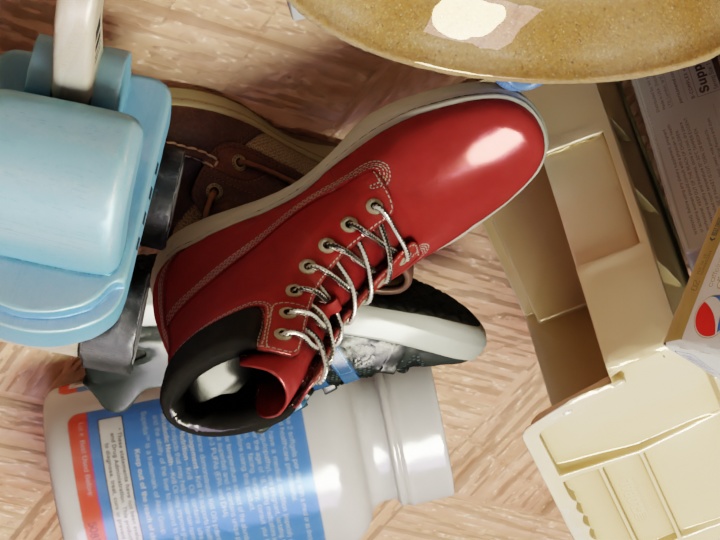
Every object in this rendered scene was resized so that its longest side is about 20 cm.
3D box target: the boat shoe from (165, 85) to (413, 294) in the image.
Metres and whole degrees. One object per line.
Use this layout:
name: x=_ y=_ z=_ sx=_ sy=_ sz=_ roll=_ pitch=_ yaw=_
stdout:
boat shoe: x=-0.061 y=-0.029 z=1.365 sx=0.200 sy=0.072 sz=0.072 roll=17 pitch=133 yaw=-30

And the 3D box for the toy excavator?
toy excavator: x=-0.122 y=-0.075 z=1.230 sx=0.100 sy=0.195 sz=0.200 roll=13 pitch=155 yaw=-2

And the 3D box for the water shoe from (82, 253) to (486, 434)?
water shoe: x=-0.039 y=0.039 z=1.422 sx=0.199 sy=0.072 sz=0.079 roll=6 pitch=107 yaw=-10

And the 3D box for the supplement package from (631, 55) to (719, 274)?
supplement package: x=0.208 y=-0.027 z=1.372 sx=0.111 sy=0.156 sz=0.200 roll=-19 pitch=141 yaw=8

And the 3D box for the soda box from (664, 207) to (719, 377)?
soda box: x=0.224 y=0.043 z=1.258 sx=0.200 sy=0.068 sz=0.064 roll=30 pitch=168 yaw=-40

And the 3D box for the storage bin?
storage bin: x=0.118 y=0.029 z=1.381 sx=0.093 sy=0.200 sz=0.199 roll=-20 pitch=140 yaw=8

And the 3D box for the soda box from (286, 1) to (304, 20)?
soda box: x=-0.016 y=-0.197 z=1.182 sx=0.068 sy=0.064 sz=0.200 roll=-12 pitch=140 yaw=0

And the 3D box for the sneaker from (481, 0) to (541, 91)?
sneaker: x=0.067 y=-0.157 z=1.234 sx=0.077 sy=0.085 sz=0.200 roll=-12 pitch=140 yaw=0

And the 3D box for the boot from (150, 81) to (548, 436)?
boot: x=0.000 y=0.000 z=1.269 sx=0.200 sy=0.144 sz=0.072 roll=-29 pitch=115 yaw=9

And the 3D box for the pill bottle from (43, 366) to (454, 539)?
pill bottle: x=-0.056 y=0.096 z=1.487 sx=0.199 sy=0.112 sz=0.112 roll=-11 pitch=141 yaw=0

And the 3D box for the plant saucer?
plant saucer: x=0.065 y=-0.128 z=1.139 sx=0.200 sy=0.036 sz=0.200 roll=5 pitch=161 yaw=2
